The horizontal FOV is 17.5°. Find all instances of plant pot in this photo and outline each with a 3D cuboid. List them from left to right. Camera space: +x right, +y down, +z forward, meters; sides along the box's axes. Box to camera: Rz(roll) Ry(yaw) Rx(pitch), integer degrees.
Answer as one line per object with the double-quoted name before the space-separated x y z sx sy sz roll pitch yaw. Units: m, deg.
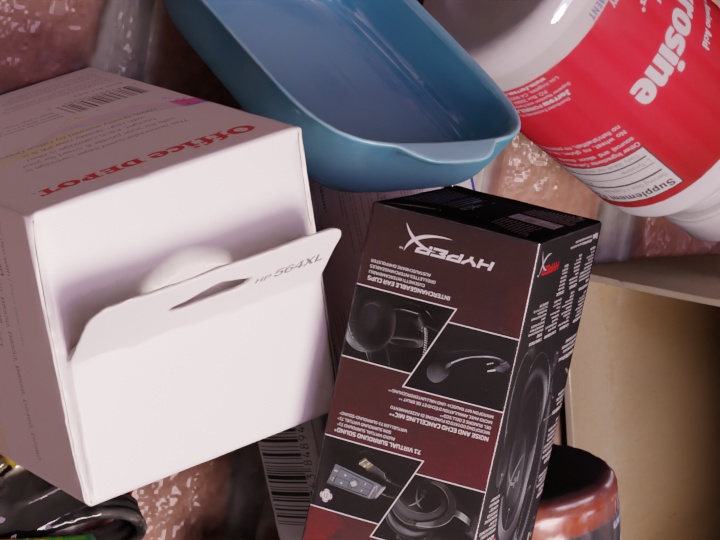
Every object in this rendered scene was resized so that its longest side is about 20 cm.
"plant pot" 0.241 0.087 1.254 0.176 0.199 0.201 -20 112 -43

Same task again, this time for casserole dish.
"casserole dish" -0.015 -0.094 1.040 0.121 0.200 0.039 -6 131 -38

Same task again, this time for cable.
"cable" -0.175 0.110 1.068 0.199 0.050 0.098 -21 136 -15

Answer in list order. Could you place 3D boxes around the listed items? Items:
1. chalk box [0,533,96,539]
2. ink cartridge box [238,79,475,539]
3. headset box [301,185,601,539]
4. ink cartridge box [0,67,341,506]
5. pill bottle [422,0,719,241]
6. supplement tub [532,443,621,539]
"chalk box" -0.155 0.198 1.016 0.199 0.124 0.125 1 116 -30
"ink cartridge box" 0.000 0.000 1.120 0.200 0.043 0.198 -39 120 -58
"headset box" 0.037 0.071 1.005 0.149 0.077 0.201 -18 122 -73
"ink cartridge box" -0.107 0.003 0.977 0.128 0.200 0.126 -20 113 -29
"pill bottle" 0.132 -0.099 1.173 0.200 0.112 0.113 35 81 -35
"supplement tub" 0.085 0.198 1.213 0.106 0.107 0.201 -13 108 -31
